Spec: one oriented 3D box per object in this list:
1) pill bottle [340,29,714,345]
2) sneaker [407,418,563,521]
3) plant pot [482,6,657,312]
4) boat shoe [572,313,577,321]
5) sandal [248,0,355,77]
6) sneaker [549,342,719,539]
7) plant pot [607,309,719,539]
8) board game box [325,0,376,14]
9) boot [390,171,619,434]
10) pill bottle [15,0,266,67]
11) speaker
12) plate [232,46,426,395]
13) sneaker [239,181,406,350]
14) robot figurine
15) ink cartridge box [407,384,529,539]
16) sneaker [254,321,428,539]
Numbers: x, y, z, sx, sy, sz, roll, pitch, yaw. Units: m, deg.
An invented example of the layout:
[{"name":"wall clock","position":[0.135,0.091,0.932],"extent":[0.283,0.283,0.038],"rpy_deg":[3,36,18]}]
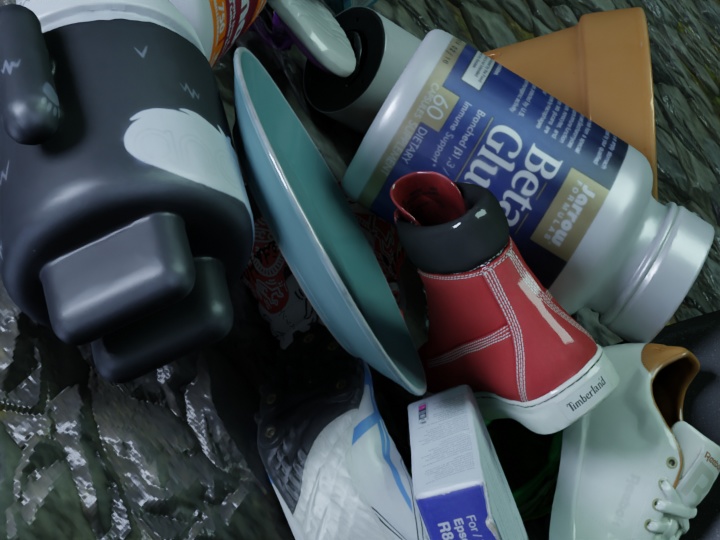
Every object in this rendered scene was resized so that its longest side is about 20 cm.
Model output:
[{"name":"pill bottle","position":[0.098,-0.042,0.972],"extent":[0.199,0.112,0.111],"rpy_deg":[31,28,0]},{"name":"sneaker","position":[0.100,0.108,0.996],"extent":[0.074,0.084,0.199],"rpy_deg":[54,36,8]},{"name":"plant pot","position":[0.121,-0.068,1.119],"extent":[0.200,0.138,0.202],"rpy_deg":[-3,90,-83]},{"name":"boat shoe","position":[0.129,0.070,1.131],"extent":[0.071,0.069,0.201],"rpy_deg":[37,31,-35]},{"name":"sandal","position":[-0.065,-0.185,1.158],"extent":[0.082,0.050,0.203],"rpy_deg":[26,22,-48]},{"name":"sneaker","position":[0.152,0.128,0.906],"extent":[0.073,0.084,0.202],"rpy_deg":[39,48,-50]},{"name":"plant pot","position":[0.265,0.123,1.004],"extent":[0.199,0.177,0.201],"rpy_deg":[33,29,-50]},{"name":"board game box","position":[-0.059,-0.282,1.166],"extent":[0.200,0.047,0.151],"rpy_deg":[50,-7,10]},{"name":"boot","position":[0.052,0.011,0.923],"extent":[0.145,0.072,0.200],"rpy_deg":[55,-15,-8]},{"name":"pill bottle","position":[-0.114,-0.172,0.987],"extent":[0.113,0.113,0.200],"rpy_deg":[46,27,-11]},{"name":"speaker","position":[0.052,-0.116,1.224],"extent":[0.199,0.081,0.082],"rpy_deg":[24,37,-44]},{"name":"plate","position":[-0.023,-0.021,0.867],"extent":[0.201,0.025,0.200],"rpy_deg":[61,6,-11]},{"name":"sneaker","position":[-0.001,0.001,1.014],"extent":[0.201,0.067,0.109],"rpy_deg":[-7,63,-56]},{"name":"robot figurine","position":[-0.122,-0.048,0.816],"extent":[0.124,0.151,0.201],"rpy_deg":[-2,53,-22]},{"name":"ink cartridge box","position":[0.073,0.176,0.820],"extent":[0.200,0.043,0.198],"rpy_deg":[-80,150,-77]},{"name":"sneaker","position":[-0.002,0.117,0.872],"extent":[0.073,0.071,0.201],"rpy_deg":[47,21,-53]}]
